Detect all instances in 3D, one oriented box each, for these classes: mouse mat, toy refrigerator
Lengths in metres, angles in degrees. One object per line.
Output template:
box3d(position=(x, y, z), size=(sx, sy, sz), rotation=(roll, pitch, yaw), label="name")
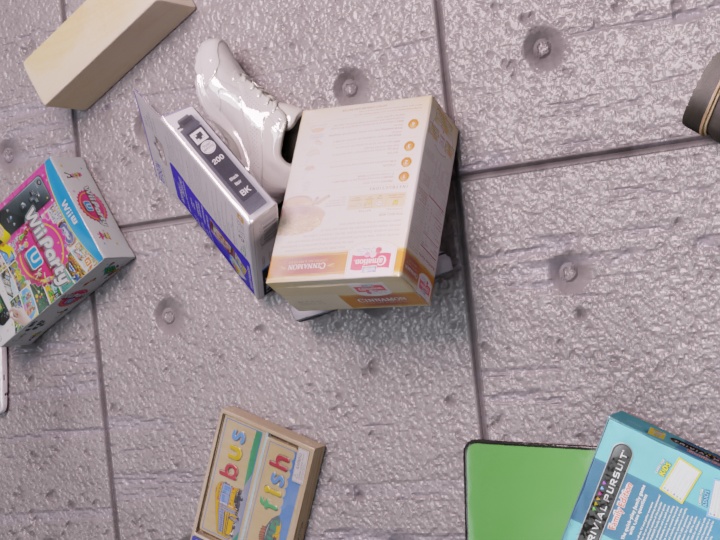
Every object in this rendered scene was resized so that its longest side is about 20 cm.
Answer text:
box3d(position=(0.194, 0.252, 1.372), size=(0.200, 0.008, 0.161), rotation=(0, 92, 29), label="mouse mat")
box3d(position=(-0.292, -0.273, 1.590), size=(0.200, 0.076, 0.070), rotation=(-36, 75, 27), label="toy refrigerator")

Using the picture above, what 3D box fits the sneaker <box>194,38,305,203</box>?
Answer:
box3d(position=(-0.108, -0.169, 1.498), size=(0.099, 0.078, 0.200), rotation=(-25, 89, 21), label="sneaker")

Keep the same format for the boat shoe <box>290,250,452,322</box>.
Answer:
box3d(position=(0.000, 0.000, 1.433), size=(0.200, 0.074, 0.067), rotation=(-18, 88, 30), label="boat shoe")

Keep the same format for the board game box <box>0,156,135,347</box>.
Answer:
box3d(position=(-0.385, -0.022, 1.661), size=(0.200, 0.064, 0.148), rotation=(-37, 75, 25), label="board game box")

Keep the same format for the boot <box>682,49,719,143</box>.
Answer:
box3d(position=(0.391, -0.185, 1.211), size=(0.138, 0.077, 0.200), rotation=(33, 121, 20), label="boot")

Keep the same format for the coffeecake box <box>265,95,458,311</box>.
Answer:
box3d(position=(0.004, -0.066, 1.384), size=(0.153, 0.073, 0.200), rotation=(-3, 63, 29), label="coffeecake box")

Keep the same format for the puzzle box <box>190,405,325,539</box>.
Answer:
box3d(position=(-0.121, 0.266, 1.542), size=(0.133, 0.025, 0.200), rotation=(19, 101, 29), label="puzzle box")

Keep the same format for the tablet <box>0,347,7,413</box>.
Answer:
box3d(position=(-0.532, 0.115, 1.778), size=(0.200, 0.014, 0.130), rotation=(1, 93, 31), label="tablet")

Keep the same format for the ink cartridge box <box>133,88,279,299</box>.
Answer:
box3d(position=(-0.158, -0.087, 1.464), size=(0.043, 0.198, 0.200), rotation=(-37, 72, -15), label="ink cartridge box")

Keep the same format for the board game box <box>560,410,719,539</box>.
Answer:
box3d(position=(0.301, 0.242, 1.283), size=(0.200, 0.047, 0.151), rotation=(25, 103, 24), label="board game box")
